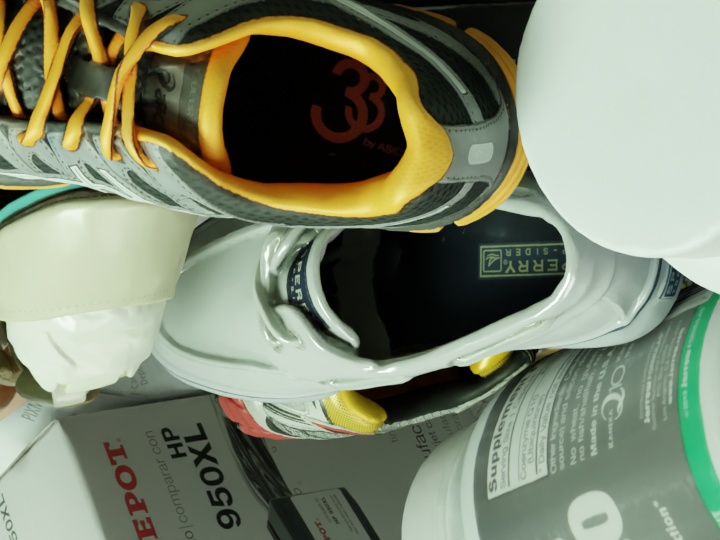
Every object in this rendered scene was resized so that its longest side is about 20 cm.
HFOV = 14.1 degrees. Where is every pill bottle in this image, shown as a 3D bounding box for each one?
[{"bbox_3d":[0.134,-0.047,0.781,0.111,0.112,0.199,-35,160,36],"label":"pill bottle"},{"bbox_3d":[0.102,0.069,0.923,0.113,0.114,0.200,-11,169,-32],"label":"pill bottle"}]

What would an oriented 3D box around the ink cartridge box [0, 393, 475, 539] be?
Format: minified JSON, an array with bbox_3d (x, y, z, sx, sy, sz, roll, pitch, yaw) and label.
[{"bbox_3d":[-0.034,0.126,1.167,0.199,0.145,0.084,-7,155,-37],"label":"ink cartridge box"}]

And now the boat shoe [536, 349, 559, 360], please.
[{"bbox_3d":[0.029,0.008,1.160,0.199,0.065,0.072,1,162,-35],"label":"boat shoe"}]

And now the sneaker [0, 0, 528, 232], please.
[{"bbox_3d":[-0.055,-0.052,0.756,0.199,0.079,0.077,7,-171,8],"label":"sneaker"}]

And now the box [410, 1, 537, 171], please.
[{"bbox_3d":[0.038,-0.053,0.897,0.159,0.045,0.200,1,-179,30],"label":"box"}]

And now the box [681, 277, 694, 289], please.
[{"bbox_3d":[0.162,-0.033,1.037,0.049,0.201,0.161,32,145,-11],"label":"box"}]

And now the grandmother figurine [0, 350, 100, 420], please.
[{"bbox_3d":[-0.192,0.071,1.081,0.121,0.061,0.200,33,126,-27],"label":"grandmother figurine"}]

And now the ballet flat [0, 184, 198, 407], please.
[{"bbox_3d":[-0.093,0.010,0.931,0.069,0.070,0.200,-17,-179,-17],"label":"ballet flat"}]

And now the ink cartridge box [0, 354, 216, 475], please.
[{"bbox_3d":[-0.134,0.073,1.199,0.199,0.050,0.162,-18,162,-26],"label":"ink cartridge box"}]

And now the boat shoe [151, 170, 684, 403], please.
[{"bbox_3d":[0.000,0.000,0.891,0.199,0.074,0.065,-14,171,36],"label":"boat shoe"}]

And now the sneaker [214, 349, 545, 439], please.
[{"bbox_3d":[0.048,0.009,1.006,0.199,0.078,0.082,-30,-160,-26],"label":"sneaker"}]
